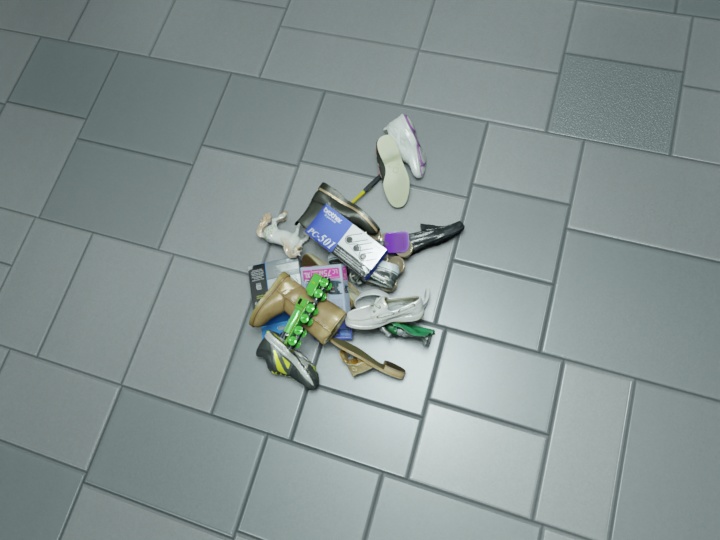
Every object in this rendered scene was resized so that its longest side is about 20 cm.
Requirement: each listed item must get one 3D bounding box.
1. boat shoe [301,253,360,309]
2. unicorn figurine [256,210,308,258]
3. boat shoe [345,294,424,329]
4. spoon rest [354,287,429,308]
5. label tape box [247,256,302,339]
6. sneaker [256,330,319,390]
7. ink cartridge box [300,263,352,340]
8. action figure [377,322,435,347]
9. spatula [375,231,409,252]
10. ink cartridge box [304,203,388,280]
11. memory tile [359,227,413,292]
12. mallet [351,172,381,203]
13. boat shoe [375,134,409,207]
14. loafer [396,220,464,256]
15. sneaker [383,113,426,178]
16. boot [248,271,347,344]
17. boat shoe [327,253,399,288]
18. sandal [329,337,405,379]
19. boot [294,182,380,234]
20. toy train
[{"bbox_3d":[-0.078,0.025,1.442,0.200,0.072,0.065,43,42,17],"label":"boat shoe"},{"bbox_3d":[-0.200,-0.095,1.469,0.200,0.074,0.137,9,48,27],"label":"unicorn figurine"},{"bbox_3d":[0.057,0.093,1.322,0.200,0.069,0.071,-11,37,-1],"label":"boat shoe"},{"bbox_3d":[0.083,0.084,1.389,0.200,0.099,0.061,-4,54,-2],"label":"spoon rest"},{"bbox_3d":[-0.218,0.074,1.440,0.143,0.066,0.200,-12,70,4],"label":"label tape box"},{"bbox_3d":[-0.191,0.246,1.389,0.200,0.074,0.085,43,98,19],"label":"sneaker"},{"bbox_3d":[-0.088,0.085,1.386,0.119,0.042,0.200,-5,95,21],"label":"ink cartridge box"},{"bbox_3d":[0.083,0.148,1.371,0.200,0.118,0.055,16,88,20],"label":"action figure"},{"bbox_3d":[0.033,-0.075,1.421,0.200,0.021,0.057,1,105,25],"label":"spatula"},{"bbox_3d":[-0.036,-0.073,1.354,0.200,0.044,0.094,37,90,11],"label":"ink cartridge box"},{"bbox_3d":[0.032,-0.040,1.438,0.200,0.017,0.154,24,91,22],"label":"memory tile"},{"bbox_3d":[0.002,-0.214,1.520,0.041,0.066,0.200,43,67,7],"label":"mallet"},{"bbox_3d":[0.090,-0.277,1.493,0.074,0.063,0.202,-14,97,1],"label":"boat shoe"},{"bbox_3d":[0.181,-0.098,1.440,0.200,0.068,0.071,-21,79,4],"label":"loafer"},{"bbox_3d":[0.126,-0.346,1.533,0.099,0.075,0.200,-24,71,20],"label":"sneaker"},{"bbox_3d":[-0.163,0.122,1.349,0.200,0.066,0.175,36,94,13],"label":"boot"},{"bbox_3d":[0.000,0.000,1.391,0.200,0.072,0.071,11,70,21],"label":"boat shoe"},{"bbox_3d":[0.005,0.245,1.356,0.211,0.078,0.070,23,96,4],"label":"sandal"},{"bbox_3d":[-0.061,-0.122,1.421,0.200,0.077,0.138,36,86,11],"label":"boot"},{"bbox_3d":[-0.136,0.098,1.303,0.056,0.042,0.200,24,79,21],"label":"toy train"}]
